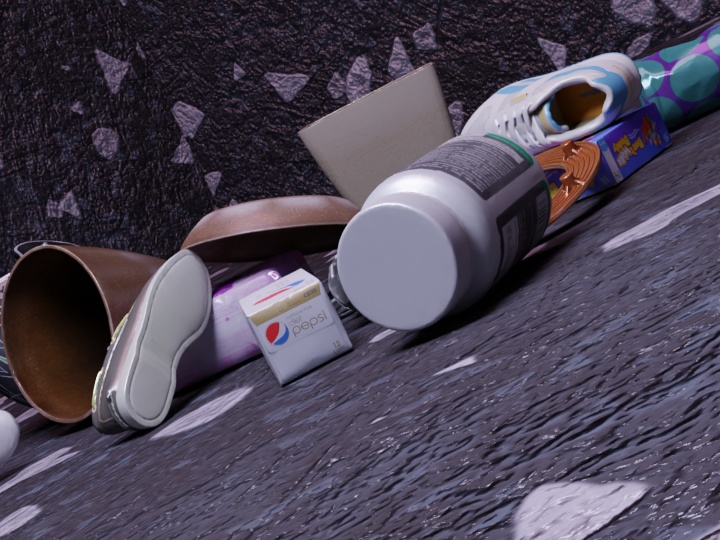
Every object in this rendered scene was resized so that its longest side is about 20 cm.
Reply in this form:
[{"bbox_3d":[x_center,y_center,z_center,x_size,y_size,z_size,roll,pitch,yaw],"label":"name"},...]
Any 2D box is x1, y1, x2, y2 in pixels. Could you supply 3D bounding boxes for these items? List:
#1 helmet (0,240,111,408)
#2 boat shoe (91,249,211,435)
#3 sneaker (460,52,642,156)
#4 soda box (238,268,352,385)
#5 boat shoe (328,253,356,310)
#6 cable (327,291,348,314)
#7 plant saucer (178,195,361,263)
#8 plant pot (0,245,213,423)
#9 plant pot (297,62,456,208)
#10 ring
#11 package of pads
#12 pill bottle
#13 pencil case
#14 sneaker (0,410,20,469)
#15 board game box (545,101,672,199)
[{"bbox_3d":[-0.359,0.071,1.868,0.199,0.201,0.191,-26,25,9],"label":"helmet"},{"bbox_3d":[-0.192,0.064,1.454,0.060,0.072,0.203,-23,35,36],"label":"boat shoe"},{"bbox_3d":[0.172,-0.149,1.539,0.199,0.077,0.081,-26,7,33],"label":"sneaker"},{"bbox_3d":[-0.058,0.044,1.348,0.068,0.064,0.200,-27,6,-4],"label":"soda box"},{"bbox_3d":[0.000,0.000,1.441,0.071,0.072,0.200,-47,-7,4],"label":"boat shoe"},{"bbox_3d":[-0.013,0.003,1.584,0.097,0.051,0.200,-20,7,28],"label":"cable"},{"bbox_3d":[-0.081,-0.042,1.552,0.198,0.037,0.200,-7,-8,-1],"label":"plant saucer"},{"bbox_3d":[-0.256,0.055,1.737,0.186,0.188,0.199,-22,-7,40],"label":"plant pot"},{"bbox_3d":[0.047,-0.159,2.165,0.199,0.178,0.200,-26,6,5],"label":"plant pot"},{"bbox_3d":[0.126,-0.057,1.412,0.200,0.019,0.201,-34,15,10],"label":"ring"},{"bbox_3d":[-0.139,0.056,1.561,0.199,0.076,0.121,-26,4,12],"label":"package of pads"},{"bbox_3d":[0.064,-0.031,1.199,0.113,0.114,0.200,-24,6,29],"label":"pill bottle"},{"bbox_3d":[0.377,-0.220,1.648,0.199,0.085,0.093,-25,32,13],"label":"pencil case"},{"bbox_3d":[-0.411,0.208,1.538,0.200,0.071,0.080,-35,17,-20],"label":"sneaker"},{"bbox_3d":[0.188,-0.091,1.551,0.199,0.045,0.134,-22,7,41],"label":"board game box"}]
